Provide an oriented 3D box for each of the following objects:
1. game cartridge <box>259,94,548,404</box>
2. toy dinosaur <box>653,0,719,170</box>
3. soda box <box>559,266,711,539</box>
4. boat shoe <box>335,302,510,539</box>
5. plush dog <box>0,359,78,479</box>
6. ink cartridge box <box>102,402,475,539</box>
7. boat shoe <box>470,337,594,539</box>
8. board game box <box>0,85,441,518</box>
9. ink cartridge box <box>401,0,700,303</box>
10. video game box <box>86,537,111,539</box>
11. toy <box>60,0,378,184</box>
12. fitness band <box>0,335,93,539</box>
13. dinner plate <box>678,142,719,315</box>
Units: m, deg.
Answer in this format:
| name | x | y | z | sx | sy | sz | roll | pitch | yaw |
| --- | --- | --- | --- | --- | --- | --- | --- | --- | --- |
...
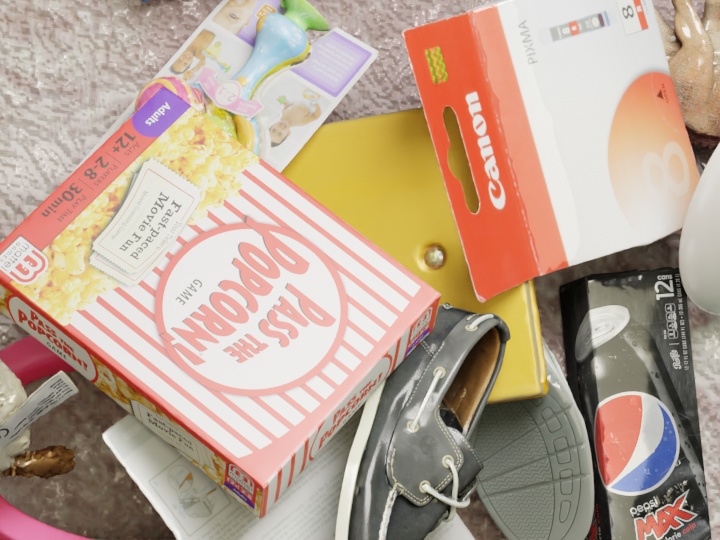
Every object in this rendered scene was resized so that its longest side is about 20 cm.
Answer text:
| name | x | y | z | sx | sy | sz | roll | pitch | yaw |
| --- | --- | --- | --- | --- | --- | --- | --- | --- | --- |
| game cartridge | 0.000 | 0.000 | 1.532 | 0.200 | 0.032 | 0.177 | -9 | 86 | 15 |
| toy dinosaur | 0.220 | -0.101 | 1.597 | 0.200 | 0.086 | 0.136 | 29 | 107 | 7 |
| soda box | 0.165 | 0.101 | 1.568 | 0.063 | 0.071 | 0.200 | -5 | 85 | -10 |
| boat shoe | 0.031 | 0.108 | 1.435 | 0.067 | 0.072 | 0.200 | 8 | 62 | 18 |
| plush dog | -0.255 | 0.052 | 1.441 | 0.160 | 0.200 | 0.172 | -3 | 44 | -41 |
| ink cartridge box | -0.040 | 0.136 | 1.465 | 0.160 | 0.047 | 0.200 | -37 | 93 | -35 |
| boat shoe | 0.089 | 0.071 | 1.562 | 0.074 | 0.065 | 0.202 | -23 | 89 | 12 |
| board game box | -0.081 | 0.014 | 1.422 | 0.200 | 0.046 | 0.152 | 37 | 65 | 13 |
| ink cartridge box | 0.116 | -0.084 | 1.504 | 0.200 | 0.050 | 0.163 | -22 | 98 | -53 |
| video game box | -0.071 | 0.253 | 1.525 | 0.200 | 0.047 | 0.183 | 5 | 82 | -10 |
| toy | -0.096 | -0.086 | 1.524 | 0.115 | 0.047 | 0.200 | 33 | 74 | 33 |
| fitness band | -0.136 | 0.108 | 1.499 | 0.200 | 0.037 | 0.144 | 16 | 67 | 7 |
| dinner plate | 0.267 | -0.052 | 1.547 | 0.200 | 0.200 | 0.024 | -41 | 56 | -11 |
